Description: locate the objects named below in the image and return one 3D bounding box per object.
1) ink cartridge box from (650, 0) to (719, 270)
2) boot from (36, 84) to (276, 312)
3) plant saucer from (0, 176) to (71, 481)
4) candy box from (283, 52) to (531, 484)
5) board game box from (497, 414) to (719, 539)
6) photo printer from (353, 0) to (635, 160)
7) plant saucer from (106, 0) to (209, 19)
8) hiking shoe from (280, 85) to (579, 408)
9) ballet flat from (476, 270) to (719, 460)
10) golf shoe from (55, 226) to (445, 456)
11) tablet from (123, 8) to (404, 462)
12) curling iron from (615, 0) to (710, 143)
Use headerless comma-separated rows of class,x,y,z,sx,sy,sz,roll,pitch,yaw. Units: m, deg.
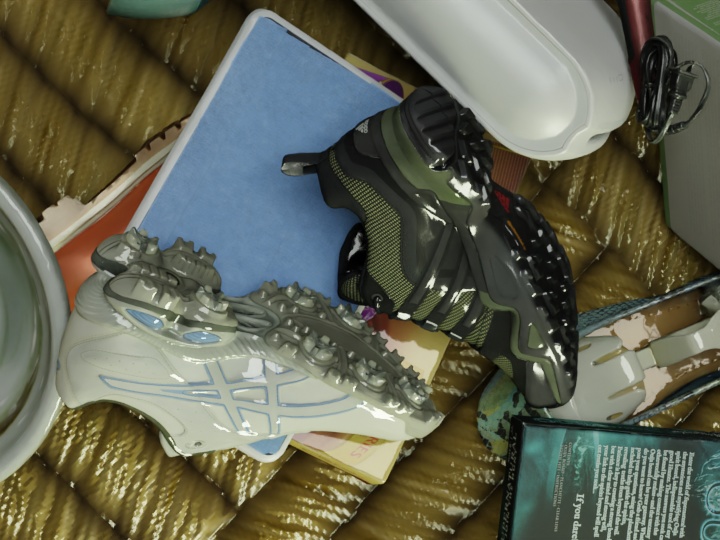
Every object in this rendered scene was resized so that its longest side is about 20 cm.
ink cartridge box,0.216,-0.046,1.051,0.048,0.200,0.146,-20,124,-16
boot,-0.092,-0.020,1.096,0.200,0.075,0.107,-37,93,-2
plant saucer,-0.229,0.017,1.052,0.199,0.050,0.201,5,109,17
candy box,0.000,0.000,1.111,0.116,0.056,0.201,26,82,-5
board game box,0.135,0.182,1.100,0.134,0.028,0.201,6,95,-11
photo printer,0.063,-0.144,1.085,0.200,0.166,0.069,44,111,-1
plant saucer,-0.051,-0.196,1.053,0.036,0.200,0.200,40,80,-6
hiking shoe,0.042,-0.003,1.055,0.100,0.076,0.200,-18,123,24
ballet flat,0.156,0.045,1.122,0.199,0.074,0.075,-26,88,-10
golf shoe,-0.057,0.054,1.027,0.199,0.078,0.097,23,112,-22
tablet,-0.049,-0.017,1.060,0.130,0.014,0.201,32,81,-17
curling iron,0.145,-0.161,1.067,0.025,0.050,0.201,4,69,-31
